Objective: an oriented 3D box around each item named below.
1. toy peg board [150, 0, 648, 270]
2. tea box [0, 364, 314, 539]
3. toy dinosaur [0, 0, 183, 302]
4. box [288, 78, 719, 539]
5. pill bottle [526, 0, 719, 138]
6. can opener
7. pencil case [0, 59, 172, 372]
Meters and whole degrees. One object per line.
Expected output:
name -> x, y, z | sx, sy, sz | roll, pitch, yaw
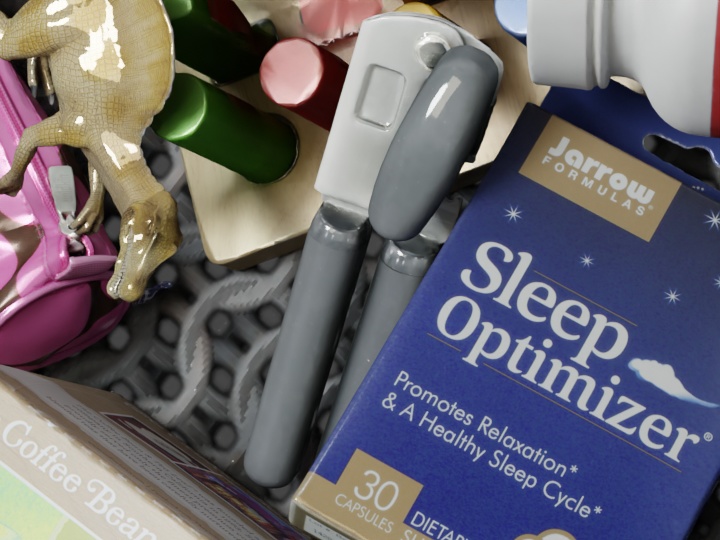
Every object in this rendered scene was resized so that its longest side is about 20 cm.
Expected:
toy peg board -> -0.006, -0.131, 1.061 | 0.198, 0.098, 0.201 | -20, 74, 19
tea box -> -0.096, 0.167, 1.026 | 0.200, 0.134, 0.197 | 33, 94, 25
toy dinosaur -> -0.103, -0.086, 1.029 | 0.101, 0.058, 0.201 | -15, 89, 46
box -> 0.076, 0.027, 0.967 | 0.121, 0.032, 0.200 | 28, 70, 8
pill bottle -> 0.159, -0.097, 0.952 | 0.199, 0.112, 0.113 | 5, 82, 8
can opener -> 0.000, 0.000, 1.012 | 0.052, 0.067, 0.201 | 20, 121, 5
pencil case -> -0.158, -0.055, 1.118 | 0.200, 0.090, 0.094 | 59, 149, 18
